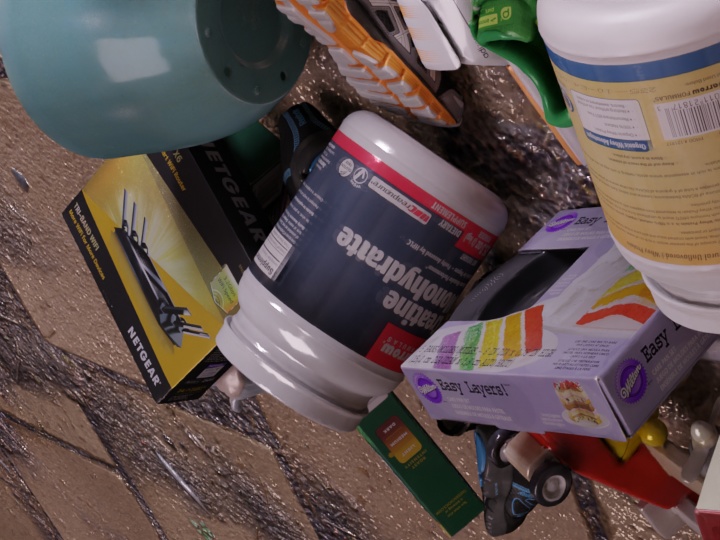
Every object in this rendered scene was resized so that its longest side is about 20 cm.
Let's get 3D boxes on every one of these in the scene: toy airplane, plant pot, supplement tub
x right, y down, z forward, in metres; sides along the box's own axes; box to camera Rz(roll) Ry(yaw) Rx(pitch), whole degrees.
[{"bbox_3d":[0.203,0.113,1.022,0.199,0.142,0.199,28,-174,15],"label":"toy airplane"},{"bbox_3d":[-0.133,-0.181,1.030,0.160,0.201,0.201,4,131,38],"label":"plant pot"},{"bbox_3d":[0.000,0.000,1.029,0.140,0.200,0.140,33,-174,-4],"label":"supplement tub"},{"bbox_3d":[0.187,-0.081,0.756,0.144,0.145,0.201,13,137,46],"label":"supplement tub"}]

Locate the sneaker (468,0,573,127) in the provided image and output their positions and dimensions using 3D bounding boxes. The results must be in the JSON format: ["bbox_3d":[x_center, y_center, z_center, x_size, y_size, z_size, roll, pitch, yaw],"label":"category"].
[{"bbox_3d":[0.097,-0.172,0.829,0.074,0.084,0.200,-7,120,57],"label":"sneaker"}]

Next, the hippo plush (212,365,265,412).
[{"bbox_3d":[-0.086,0.048,1.299,0.199,0.160,0.160,16,168,-36],"label":"hippo plush"}]

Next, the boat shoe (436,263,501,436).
[{"bbox_3d":[0.094,0.070,1.150,0.200,0.060,0.074,95,156,-57],"label":"boat shoe"}]

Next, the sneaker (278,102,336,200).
[{"bbox_3d":[-0.018,-0.051,1.166,0.201,0.073,0.082,79,165,-47],"label":"sneaker"}]

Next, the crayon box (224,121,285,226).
[{"bbox_3d":[-0.151,-0.090,1.302,0.172,0.058,0.200,39,151,14],"label":"crayon box"}]

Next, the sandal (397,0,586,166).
[{"bbox_3d":[0.071,-0.137,0.904,0.207,0.059,0.079,53,-171,-11],"label":"sandal"}]

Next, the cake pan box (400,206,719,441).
[{"bbox_3d":[0.145,0.026,0.910,0.200,0.184,0.052,-1,124,57],"label":"cake pan box"}]

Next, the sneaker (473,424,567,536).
[{"bbox_3d":[0.143,0.182,1.226,0.081,0.074,0.200,-6,159,4],"label":"sneaker"}]

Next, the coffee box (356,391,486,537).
[{"bbox_3d":[0.017,0.122,1.188,0.200,0.044,0.123,51,176,-21],"label":"coffee box"}]

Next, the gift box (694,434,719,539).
[{"bbox_3d":[0.290,0.116,0.817,0.199,0.187,0.185,6,135,31],"label":"gift box"}]

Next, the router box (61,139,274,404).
[{"bbox_3d":[-0.149,-0.016,1.175,0.157,0.052,0.200,-44,65,30],"label":"router box"}]

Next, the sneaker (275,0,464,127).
[{"bbox_3d":[0.014,-0.170,0.965,0.078,0.077,0.200,16,158,51],"label":"sneaker"}]
